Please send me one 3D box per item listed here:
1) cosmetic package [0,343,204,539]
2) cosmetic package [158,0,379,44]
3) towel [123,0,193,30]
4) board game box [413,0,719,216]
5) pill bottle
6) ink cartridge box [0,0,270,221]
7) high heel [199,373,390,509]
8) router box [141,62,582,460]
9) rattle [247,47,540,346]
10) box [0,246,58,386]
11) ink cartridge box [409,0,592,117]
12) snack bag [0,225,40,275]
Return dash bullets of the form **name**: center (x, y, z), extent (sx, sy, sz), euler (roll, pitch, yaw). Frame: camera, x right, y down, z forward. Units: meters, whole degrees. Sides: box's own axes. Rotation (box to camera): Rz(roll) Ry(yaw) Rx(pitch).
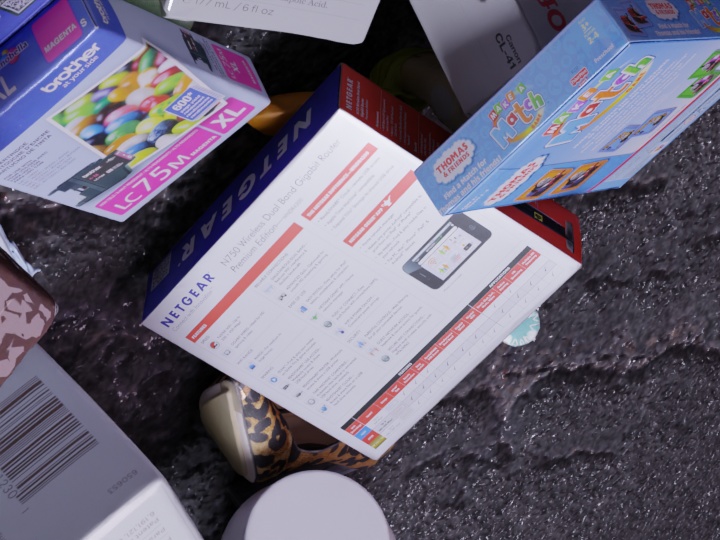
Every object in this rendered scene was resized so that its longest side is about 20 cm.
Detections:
- **cosmetic package**: center (-0.188, 0.179, 1.306), extent (0.166, 0.167, 0.200), euler (-40, 140, -13)
- **cosmetic package**: center (-0.024, -0.216, 1.069), extent (0.113, 0.081, 0.200), euler (5, 130, -22)
- **towel**: center (-0.120, -0.217, 1.145), extent (0.152, 0.023, 0.200), euler (5, 113, -41)
- **board game box**: center (0.140, -0.095, 1.254), extent (0.151, 0.037, 0.200), euler (-43, 163, 31)
- **pill bottle**: center (-0.036, 0.200, 1.435), extent (0.120, 0.120, 0.200), euler (-35, 166, -18)
- **ink cartridge box**: center (-0.147, -0.089, 1.175), extent (0.119, 0.042, 0.200), euler (-37, 153, 19)
- **high heel**: center (-0.029, 0.085, 1.451), extent (0.142, 0.071, 0.200), euler (-31, 155, -13)
- **router box**: center (0.000, 0.000, 1.316), extent (0.179, 0.049, 0.200), euler (32, 122, -21)
- **rattle**: center (0.023, -0.023, 1.348), extent (0.143, 0.130, 0.201), euler (-32, 125, -46)
- **box**: center (-0.285, -0.001, 1.035), extent (0.166, 0.164, 0.200), euler (-50, 130, -1)
- **ink cartridge box**: center (0.123, -0.189, 1.299), extent (0.200, 0.148, 0.086), euler (-20, 170, -36)
- **snack bag**: center (-0.282, 0.002, 1.187), extent (0.200, 0.021, 0.189), euler (-37, 141, -15)
